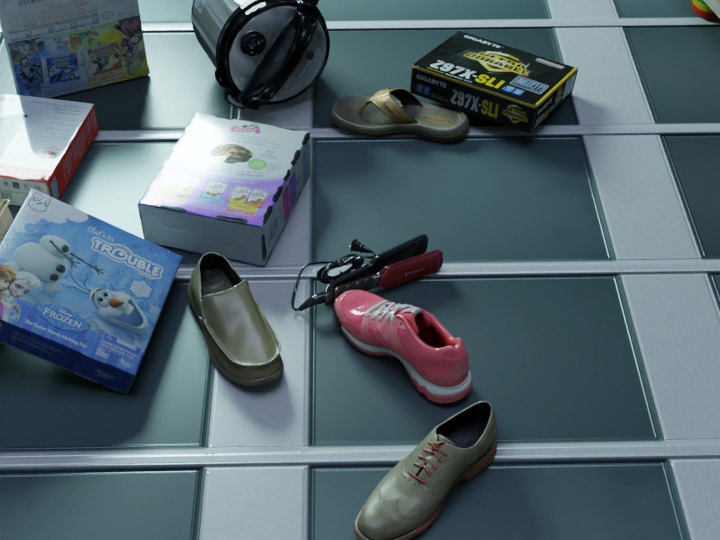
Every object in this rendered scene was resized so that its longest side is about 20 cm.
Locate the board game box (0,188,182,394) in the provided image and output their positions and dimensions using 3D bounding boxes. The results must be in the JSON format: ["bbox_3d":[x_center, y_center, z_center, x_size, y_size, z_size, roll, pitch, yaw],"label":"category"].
[{"bbox_3d":[-0.327,0.020,1.355,0.199,0.043,0.200,24,42,-11],"label":"board game box"}]

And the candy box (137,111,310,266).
[{"bbox_3d":[-0.171,-0.110,1.528,0.166,0.072,0.201,11,45,12],"label":"candy box"}]

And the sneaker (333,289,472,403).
[{"bbox_3d":[0.051,0.063,1.334,0.200,0.087,0.074,33,51,30],"label":"sneaker"}]

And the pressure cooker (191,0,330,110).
[{"bbox_3d":[-0.141,-0.337,1.693,0.177,0.177,0.200,-20,43,-15],"label":"pressure cooker"}]

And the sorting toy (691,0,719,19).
[{"bbox_3d":[0.634,-0.429,1.868,0.198,0.070,0.199,-10,44,-11],"label":"sorting toy"}]

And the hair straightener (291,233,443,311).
[{"bbox_3d":[0.000,0.000,1.444,0.199,0.041,0.077,-23,48,-17],"label":"hair straightener"}]

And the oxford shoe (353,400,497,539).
[{"bbox_3d":[0.066,0.201,1.197,0.070,0.075,0.200,31,52,27],"label":"oxford shoe"}]

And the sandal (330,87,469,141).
[{"bbox_3d":[0.058,-0.228,1.665,0.198,0.054,0.081,8,44,8],"label":"sandal"}]

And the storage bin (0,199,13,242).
[{"bbox_3d":[-0.519,0.011,1.369,0.198,0.094,0.199,2,44,11],"label":"storage bin"}]

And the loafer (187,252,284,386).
[{"bbox_3d":[-0.152,0.054,1.357,0.076,0.068,0.200,-22,48,-22],"label":"loafer"}]

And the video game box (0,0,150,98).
[{"bbox_3d":[-0.416,-0.348,1.698,0.199,0.183,0.047,-16,42,-17],"label":"video game box"}]

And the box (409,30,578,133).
[{"bbox_3d":[0.194,-0.278,1.708,0.199,0.050,0.160,23,40,22],"label":"box"}]

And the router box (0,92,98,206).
[{"bbox_3d":[-0.484,-0.169,1.604,0.198,0.049,0.180,7,44,7],"label":"router box"}]
